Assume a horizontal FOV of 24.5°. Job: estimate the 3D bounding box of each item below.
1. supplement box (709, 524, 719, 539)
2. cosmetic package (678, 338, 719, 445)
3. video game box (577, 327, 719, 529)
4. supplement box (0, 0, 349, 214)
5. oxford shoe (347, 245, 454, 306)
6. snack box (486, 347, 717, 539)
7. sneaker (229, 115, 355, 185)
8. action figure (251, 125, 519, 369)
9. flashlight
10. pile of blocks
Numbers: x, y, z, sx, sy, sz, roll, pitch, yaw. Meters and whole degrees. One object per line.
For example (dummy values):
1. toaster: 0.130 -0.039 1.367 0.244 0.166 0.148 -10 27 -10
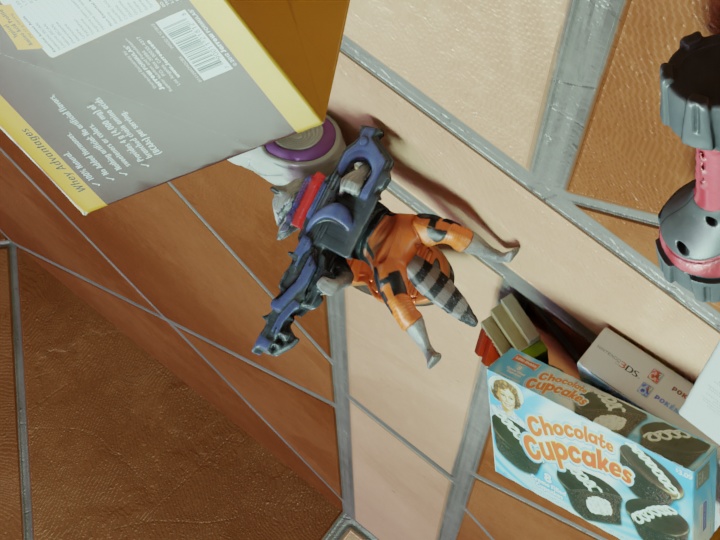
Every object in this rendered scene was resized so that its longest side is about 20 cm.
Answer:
1. supplement box: 0.317 0.114 0.790 0.133 0.201 0.197 47 165 -27
2. cosmetic package: 0.272 0.068 1.035 0.101 0.071 0.200 37 165 13
3. video game box: 0.266 0.149 1.352 0.181 0.047 0.200 33 164 24
4. supplement box: -0.145 -0.172 1.051 0.198 0.134 0.198 -17 132 28
5. oxford shoe: 0.042 0.000 1.478 0.072 0.072 0.200 24 178 -26
6. snack box: 0.189 0.150 1.314 0.199 0.037 0.117 25 138 36
7. sneaker: -0.078 -0.101 1.430 0.199 0.075 0.100 27 160 43
8. action figure: 0.000 0.000 1.326 0.193 0.201 0.105 35 -178 13
9. flashlight: 0.188 -0.054 0.893 0.068 0.068 0.200 38 168 27
10. pile of blocks: 0.152 0.121 1.412 0.201 0.062 0.082 59 176 -2
